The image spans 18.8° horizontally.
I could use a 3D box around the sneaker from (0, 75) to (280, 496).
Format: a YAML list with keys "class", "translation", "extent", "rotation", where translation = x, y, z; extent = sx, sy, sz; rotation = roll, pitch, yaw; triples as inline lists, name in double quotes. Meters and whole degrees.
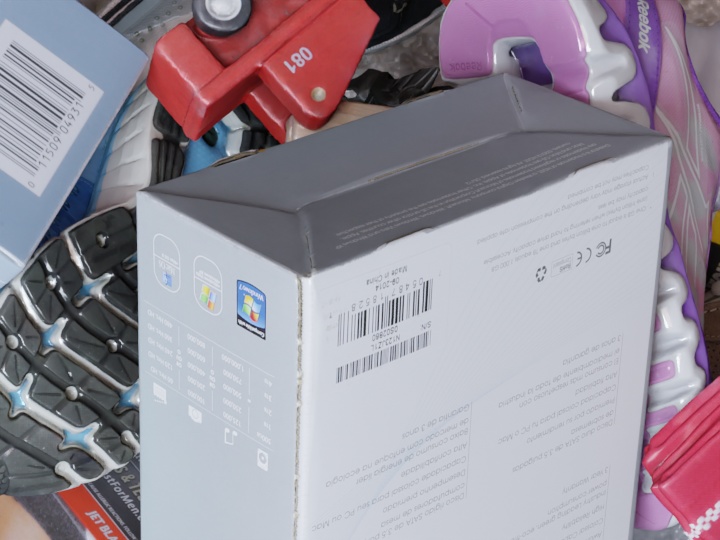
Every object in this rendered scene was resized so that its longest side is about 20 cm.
- class: "sneaker"
  translation: [-0.098, 0.009, 0.789]
  extent: [0.090, 0.200, 0.078]
  rotation: [-23, 117, 40]

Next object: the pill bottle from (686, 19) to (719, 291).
- class: "pill bottle"
  translation: [0.177, -0.033, 0.828]
  extent: [0.200, 0.112, 0.113]
  rotation: [21, 93, 4]

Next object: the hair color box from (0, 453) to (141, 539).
- class: "hair color box"
  translation: [-0.119, 0.148, 0.818]
  extent: [0.102, 0.061, 0.200]
  rotation: [45, 127, 30]

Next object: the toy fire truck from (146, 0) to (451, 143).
- class: "toy fire truck"
  translation: [0.002, -0.052, 0.765]
  extent: [0.200, 0.049, 0.141]
  rotation: [-41, 88, -16]

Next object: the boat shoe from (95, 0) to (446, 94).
- class: "boat shoe"
  translation: [-0.024, -0.112, 0.867]
  extent: [0.200, 0.060, 0.076]
  rotation: [-33, 89, 4]

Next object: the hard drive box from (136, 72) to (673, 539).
- class: "hard drive box"
  translation: [0.013, 0.057, 0.680]
  extent: [0.077, 0.156, 0.200]
  rotation: [26, 124, 41]

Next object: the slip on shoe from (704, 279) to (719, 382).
- class: "slip on shoe"
  translation: [0.127, 0.044, 0.807]
  extent: [0.200, 0.076, 0.061]
  rotation: [-10, 49, 40]

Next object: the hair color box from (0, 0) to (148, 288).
- class: "hair color box"
  translation: [-0.162, -0.021, 0.785]
  extent: [0.061, 0.200, 0.099]
  rotation: [37, 55, -15]

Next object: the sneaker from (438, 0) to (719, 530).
- class: "sneaker"
  translation: [0.094, -0.013, 0.748]
  extent: [0.080, 0.088, 0.201]
  rotation: [-4, 102, 44]

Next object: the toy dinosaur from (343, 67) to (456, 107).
- class: "toy dinosaur"
  translation: [0.000, 0.000, 0.830]
  extent: [0.200, 0.102, 0.136]
  rotation: [22, 73, 6]

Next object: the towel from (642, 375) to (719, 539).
- class: "towel"
  translation: [0.201, 0.087, 0.718]
  extent: [0.145, 0.022, 0.200]
  rotation: [-42, 104, -5]
